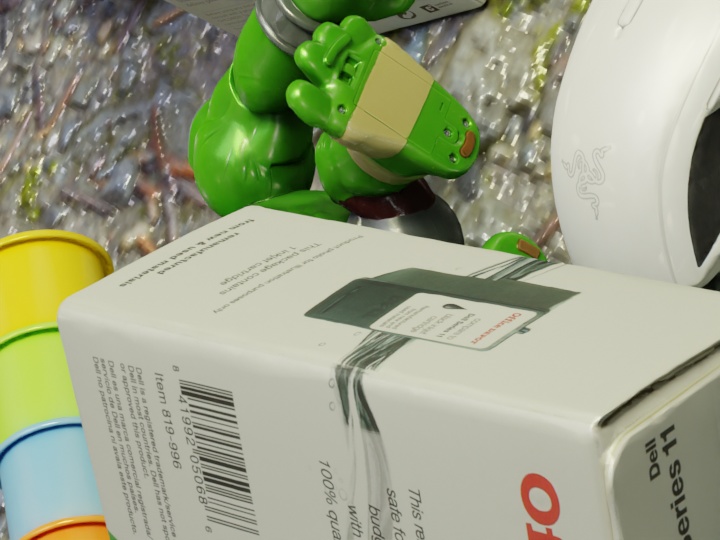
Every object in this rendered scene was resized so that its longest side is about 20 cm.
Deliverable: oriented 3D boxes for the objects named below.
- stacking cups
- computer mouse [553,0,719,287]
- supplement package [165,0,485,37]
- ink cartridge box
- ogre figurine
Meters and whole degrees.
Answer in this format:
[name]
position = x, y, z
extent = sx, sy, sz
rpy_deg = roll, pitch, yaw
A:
[stacking cups]
position = -0.100, 0.080, 1.003
extent = 0.060, 0.060, 0.201
rpy_deg = -40, 47, 29
[computer mouse]
position = 0.101, -0.087, 0.851
extent = 0.109, 0.044, 0.201
rpy_deg = 9, 78, 51
[supplement package]
position = -0.056, -0.166, 0.960
extent = 0.109, 0.199, 0.114
rpy_deg = -10, 63, 46
[ink cartridge box]
position = 0.024, 0.073, 0.770
extent = 0.199, 0.083, 0.147
rpy_deg = 12, 121, 43
[ogre figurine]
position = 0.000, 0.000, 0.891
extent = 0.098, 0.200, 0.120
rpy_deg = -37, 4, -35
